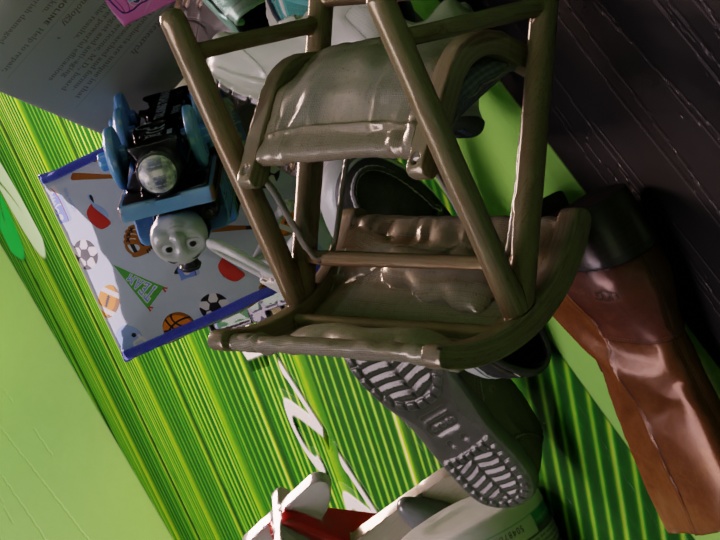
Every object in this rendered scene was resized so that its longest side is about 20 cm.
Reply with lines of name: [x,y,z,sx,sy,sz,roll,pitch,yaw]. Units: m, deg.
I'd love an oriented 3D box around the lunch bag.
lunch bag: [-0.119,-0.046,1.871,0.170,0.200,0.124,63,-162,-3]

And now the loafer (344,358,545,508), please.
loafer: [0.054,0.068,1.589,0.075,0.070,0.200,-24,109,37]

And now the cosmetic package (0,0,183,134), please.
cosmetic package: [-0.223,-0.229,1.766,0.200,0.166,0.167,21,-153,-51]

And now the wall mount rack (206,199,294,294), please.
wall mount rack: [0.000,0.000,1.631,0.200,0.075,0.174,28,174,-11]

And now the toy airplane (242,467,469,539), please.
toy airplane: [0.008,0.237,1.873,0.200,0.199,0.141,88,162,-56]

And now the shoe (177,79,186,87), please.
shoe: [-0.163,-0.170,2.052,0.200,0.053,0.070,56,164,28]

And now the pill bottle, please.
pill bottle: [0.116,0.262,1.701,0.200,0.113,0.113,64,166,-4]

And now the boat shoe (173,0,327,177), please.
boat shoe: [-0.054,-0.137,1.700,0.200,0.072,0.076,50,125,26]

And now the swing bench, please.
swing bench: [0.010,-0.055,1.271,0.199,0.130,0.200,3,106,50]

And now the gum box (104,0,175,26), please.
gum box: [-0.150,-0.266,1.498,0.200,0.113,0.066,57,-163,-35]

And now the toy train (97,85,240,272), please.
toy train: [-0.133,-0.071,1.717,0.200,0.087,0.114,-96,-10,-73]

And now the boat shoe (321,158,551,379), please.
boat shoe: [0.052,-0.004,1.495,0.200,0.069,0.057,47,159,-30]

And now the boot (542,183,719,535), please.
boot: [0.146,0.053,1.341,0.200,0.068,0.188,63,154,-7]

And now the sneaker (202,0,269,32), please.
sneaker: [-0.113,-0.228,1.615,0.200,0.074,0.118,29,-161,-48]

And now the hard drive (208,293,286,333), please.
hard drive: [-0.109,-0.055,1.969,0.140,0.038,0.200,-20,97,42]

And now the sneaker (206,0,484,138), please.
sneaker: [-0.006,-0.129,1.423,0.200,0.074,0.087,10,94,33]

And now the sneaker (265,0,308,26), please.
sneaker: [-0.008,-0.149,1.503,0.200,0.077,0.080,53,153,37]
